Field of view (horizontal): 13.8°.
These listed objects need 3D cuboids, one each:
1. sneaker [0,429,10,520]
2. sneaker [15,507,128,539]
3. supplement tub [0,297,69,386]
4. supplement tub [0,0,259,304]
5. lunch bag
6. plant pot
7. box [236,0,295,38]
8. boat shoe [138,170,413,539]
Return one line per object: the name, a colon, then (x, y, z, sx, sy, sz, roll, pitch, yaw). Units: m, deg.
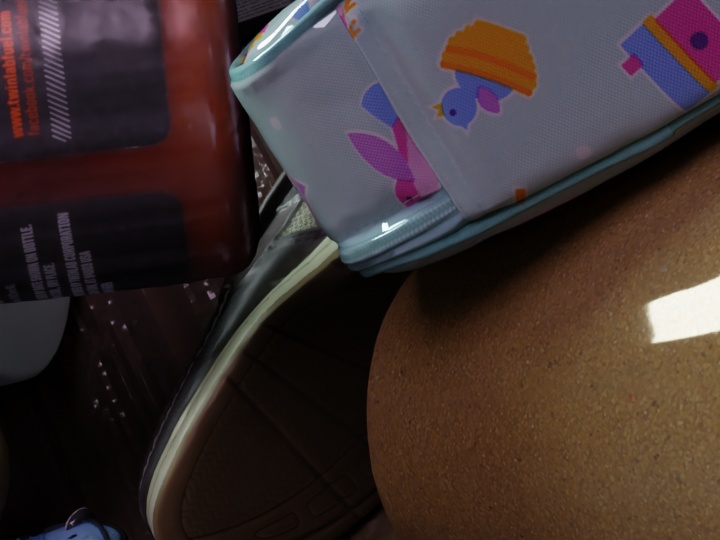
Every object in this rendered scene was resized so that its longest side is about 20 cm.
sneaker: (-0.170, 0.053, 0.758, 0.200, 0.090, 0.067, -21, 44, -38)
sneaker: (-0.103, 0.108, 0.839, 0.199, 0.079, 0.090, 22, 51, 30)
supplement tub: (-0.203, -0.007, 0.903, 0.199, 0.140, 0.141, -13, 54, 16)
supplement tub: (-0.129, -0.040, 0.766, 0.199, 0.107, 0.107, -6, 54, -3)
lunch bag: (0.074, -0.081, 0.735, 0.199, 0.077, 0.160, -29, 6, 16)
plant pot: (0.107, 0.035, 0.728, 0.199, 0.186, 0.187, -4, 55, 41)
box: (-0.109, -0.130, 1.001, 0.199, 0.050, 0.158, -18, 53, 14)
boat shoe: (0.000, 0.000, 0.858, 0.200, 0.073, 0.065, -53, 33, -8)
